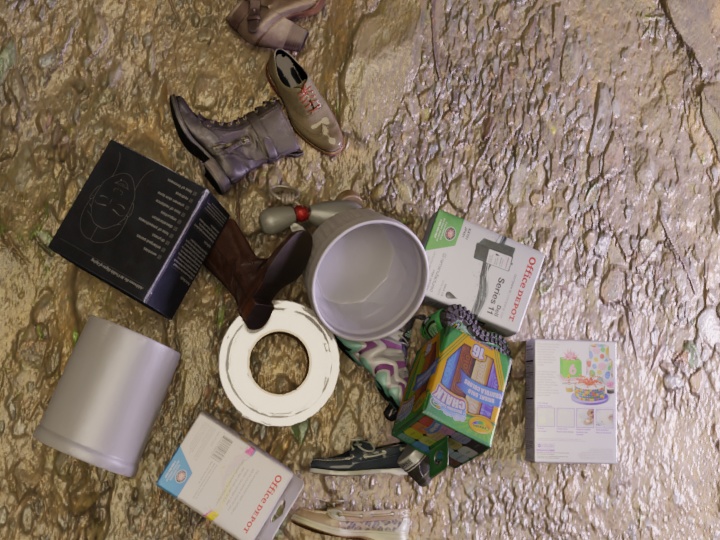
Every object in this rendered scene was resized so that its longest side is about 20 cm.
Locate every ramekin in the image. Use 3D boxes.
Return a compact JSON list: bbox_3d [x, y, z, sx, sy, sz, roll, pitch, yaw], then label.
[{"bbox_3d":[0.000,0.000,1.596,0.196,0.105,0.204,-8,113,-18],"label":"ramekin"}]

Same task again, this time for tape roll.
[{"bbox_3d":[-0.133,0.152,1.644,0.198,0.071,0.207,1,83,-6],"label":"tape roll"}]

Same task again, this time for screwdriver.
[{"bbox_3d":[0.109,0.171,1.691,0.028,0.029,0.200,42,77,1],"label":"screwdriver"}]

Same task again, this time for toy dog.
[{"bbox_3d":[-0.067,-0.068,1.667,0.196,0.133,0.098,4,119,0],"label":"toy dog"}]

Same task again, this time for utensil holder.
[{"bbox_3d":[-0.387,0.193,1.567,0.167,0.170,0.203,22,78,-3],"label":"utensil holder"}]

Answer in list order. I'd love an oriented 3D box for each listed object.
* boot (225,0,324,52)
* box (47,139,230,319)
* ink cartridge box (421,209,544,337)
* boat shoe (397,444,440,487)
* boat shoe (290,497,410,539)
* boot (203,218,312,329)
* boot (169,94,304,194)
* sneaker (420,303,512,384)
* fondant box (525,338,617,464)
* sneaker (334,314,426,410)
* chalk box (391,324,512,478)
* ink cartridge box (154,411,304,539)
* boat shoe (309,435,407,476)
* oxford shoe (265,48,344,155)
[{"bbox_3d":[-0.135,-0.472,1.721,0.144,0.070,0.203,26,81,0],"label":"boot"},{"bbox_3d":[-0.346,-0.063,1.596,0.198,0.124,0.199,27,80,17],"label":"box"},{"bbox_3d":[0.190,0.006,1.687,0.197,0.083,0.149,21,82,-4],"label":"ink cartridge box"},{"bbox_3d":[0.133,0.264,1.635,0.064,0.071,0.200,47,54,-5],"label":"boat shoe"},{"bbox_3d":[-0.015,0.400,1.630,0.196,0.073,0.064,13,75,-15],"label":"boat shoe"},{"bbox_3d":[-0.172,-0.036,1.602,0.064,0.201,0.188,21,112,-42],"label":"boot"},{"bbox_3d":[-0.208,-0.240,1.694,0.173,0.069,0.202,-34,91,-14],"label":"boot"},{"bbox_3d":[0.179,0.128,1.664,0.200,0.084,0.079,44,52,-26],"label":"sneaker"},{"bbox_3d":[0.351,0.219,1.691,0.141,0.058,0.204,2,84,-6],"label":"fondant box"},{"bbox_3d":[0.066,0.130,1.654,0.139,0.078,0.200,-40,78,-13],"label":"sneaker"},{"bbox_3d":[0.133,0.212,1.540,0.122,0.125,0.202,28,56,-10],"label":"chalk box"},{"bbox_3d":[-0.200,0.330,1.586,0.198,0.125,0.130,34,81,-1],"label":"ink cartridge box"},{"bbox_3d":[0.014,0.300,1.638,0.196,0.075,0.063,-1,85,-7],"label":"boat shoe"},{"bbox_3d":[-0.095,-0.282,1.697,0.070,0.075,0.201,-38,88,-10],"label":"oxford shoe"}]
